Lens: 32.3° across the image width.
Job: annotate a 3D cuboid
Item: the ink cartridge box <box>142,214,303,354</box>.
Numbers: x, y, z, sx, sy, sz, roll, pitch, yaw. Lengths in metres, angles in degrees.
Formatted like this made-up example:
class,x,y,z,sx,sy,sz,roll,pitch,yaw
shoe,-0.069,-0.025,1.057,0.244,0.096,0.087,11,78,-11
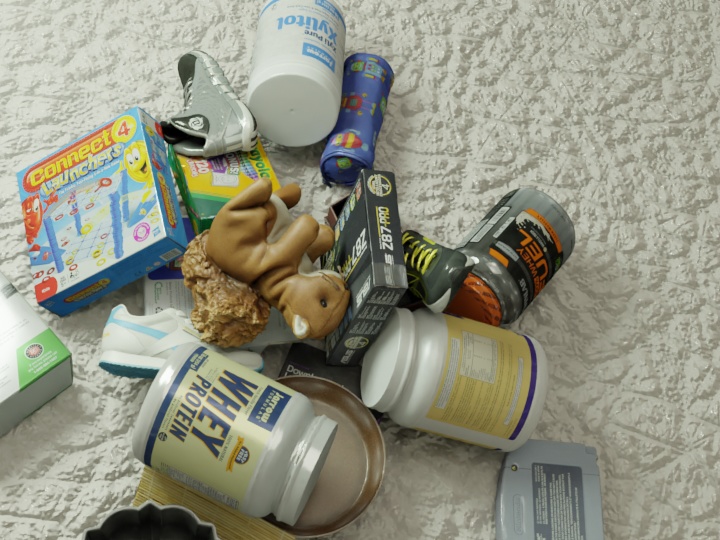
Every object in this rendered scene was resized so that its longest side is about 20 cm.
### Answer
class,x,y,z,sx,sy,sz,roll,pitch,yaw
ink cartridge box,-0.182,0.020,1.604,0.196,0.047,0.200,-1,59,-12

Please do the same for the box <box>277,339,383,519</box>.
class,x,y,z,sx,sy,sz,roll,pitch,yaw
box,-0.053,0.196,1.528,0.141,0.036,0.202,20,57,2

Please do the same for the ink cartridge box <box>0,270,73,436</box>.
class,x,y,z,sx,sy,sz,roll,pitch,yaw
ink cartridge box,-0.460,0.088,1.488,0.145,0.084,0.200,-36,71,-26

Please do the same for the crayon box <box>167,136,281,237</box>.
class,x,y,z,sx,sy,sz,roll,pitch,yaw
crayon box,-0.177,-0.117,1.641,0.117,0.059,0.201,-10,44,-17

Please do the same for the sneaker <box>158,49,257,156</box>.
class,x,y,z,sx,sy,sz,roll,pitch,yaw
sneaker,-0.227,-0.219,1.651,0.114,0.076,0.200,-21,48,-24

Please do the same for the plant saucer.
class,x,y,z,sx,sy,sz,roll,pitch,yaw
plant saucer,-0.069,0.222,1.471,0.196,0.032,0.203,5,60,-8

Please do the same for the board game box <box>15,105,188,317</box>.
class,x,y,z,sx,sy,sz,roll,pitch,yaw
board game box,-0.328,-0.074,1.566,0.198,0.056,0.198,-26,62,15

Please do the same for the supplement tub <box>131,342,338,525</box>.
class,x,y,z,sx,sy,sz,roll,pitch,yaw
supplement tub,-0.138,0.183,1.381,0.197,0.146,0.146,24,59,6

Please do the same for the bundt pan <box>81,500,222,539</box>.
class,x,y,z,sx,sy,sz,roll,pitch,yaw
bundt pan,-0.231,0.364,1.368,0.198,0.076,0.205,3,64,-6

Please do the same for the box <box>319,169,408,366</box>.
class,x,y,z,sx,sy,sz,roll,pitch,yaw
box,0.000,0.000,1.517,0.048,0.201,0.164,4,59,-18

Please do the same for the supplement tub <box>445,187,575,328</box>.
class,x,y,z,sx,sy,sz,roll,pitch,yaw
supplement tub,0.186,-0.007,1.628,0.122,0.123,0.200,36,54,12

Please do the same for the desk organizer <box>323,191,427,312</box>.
class,x,y,z,sx,sy,sz,roll,pitch,yaw
desk organizer,0.025,-0.018,1.642,0.071,0.077,0.202,-16,64,-19

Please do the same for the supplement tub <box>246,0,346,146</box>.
class,x,y,z,sx,sy,sz,roll,pitch,yaw
supplement tub,-0.087,-0.285,1.727,0.130,0.133,0.202,7,46,-6

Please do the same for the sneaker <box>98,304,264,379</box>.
class,x,y,z,sx,sy,sz,roll,pitch,yaw
sneaker,-0.211,0.091,1.496,0.197,0.077,0.082,9,70,-13

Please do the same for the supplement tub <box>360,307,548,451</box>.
class,x,y,z,sx,sy,sz,roll,pitch,yaw
supplement tub,0.113,0.129,1.512,0.197,0.146,0.147,16,57,-17

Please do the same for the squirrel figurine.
class,x,y,z,sx,sy,sz,roll,pitch,yaw
squirrel figurine,-0.111,0.015,1.486,0.199,0.142,0.188,-35,83,4

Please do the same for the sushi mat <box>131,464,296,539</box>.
class,x,y,z,sx,sy,sz,roll,pitch,yaw
sushi mat,-0.172,0.296,1.422,0.198,0.097,0.012,27,22,6

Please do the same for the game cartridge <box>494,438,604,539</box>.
class,x,y,z,sx,sy,sz,roll,pitch,yaw
game cartridge,0.230,0.305,1.516,0.131,0.042,0.203,4,59,-3

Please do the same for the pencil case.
class,x,y,z,sx,sy,sz,roll,pitch,yaw
pencil case,-0.004,-0.208,1.747,0.077,0.087,0.203,0,55,18

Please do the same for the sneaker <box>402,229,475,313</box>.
class,x,y,z,sx,sy,sz,roll,pitch,yaw
sneaker,0.071,-0.004,1.485,0.084,0.200,0.075,37,83,-12
